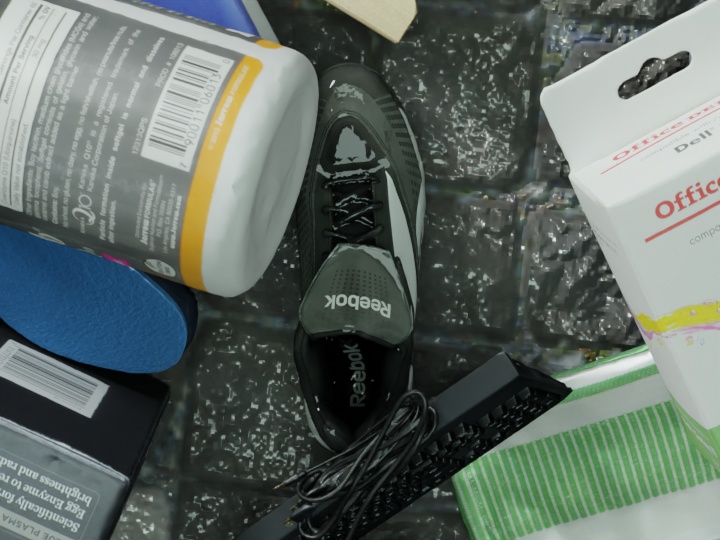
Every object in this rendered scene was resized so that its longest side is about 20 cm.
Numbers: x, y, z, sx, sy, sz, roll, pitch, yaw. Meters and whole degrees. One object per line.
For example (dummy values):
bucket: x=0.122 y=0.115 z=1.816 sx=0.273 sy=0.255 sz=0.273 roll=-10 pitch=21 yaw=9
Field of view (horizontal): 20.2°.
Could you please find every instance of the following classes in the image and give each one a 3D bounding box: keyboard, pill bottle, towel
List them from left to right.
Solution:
pill bottle: x=-0.128 y=-0.071 z=0.918 sx=0.198 sy=0.116 sz=0.117 roll=18 pitch=98 yaw=10
keyboard: x=0.010 y=0.113 z=0.979 sx=0.200 sy=0.104 sz=0.040 roll=-38 pitch=60 yaw=19
towel: x=0.134 y=0.145 z=1.024 sx=0.152 sy=0.023 sz=0.201 roll=-20 pitch=97 yaw=17

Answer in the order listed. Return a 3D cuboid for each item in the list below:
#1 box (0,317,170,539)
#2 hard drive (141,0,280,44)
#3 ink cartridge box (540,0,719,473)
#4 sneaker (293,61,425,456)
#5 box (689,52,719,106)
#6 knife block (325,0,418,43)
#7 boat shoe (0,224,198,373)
box: x=-0.187 y=0.138 z=0.957 sx=0.117 sy=0.197 sz=0.201 roll=25 pitch=98 yaw=-3
hard drive: x=-0.130 y=-0.150 z=0.959 sx=0.131 sy=0.025 sz=0.201 roll=-18 pitch=111 yaw=27
ink cartridge box: x=0.175 y=-0.014 z=0.926 sx=0.117 sy=0.067 sz=0.201 roll=-28 pitch=109 yaw=0
sneaker: x=0.000 y=0.000 z=0.988 sx=0.066 sy=0.091 sz=0.202 roll=0 pitch=98 yaw=0
box: x=0.260 y=-0.035 z=0.985 sx=0.198 sy=0.041 sz=0.157 roll=-3 pitch=113 yaw=3
knife block: x=-0.074 y=-0.192 z=0.977 sx=0.174 sy=0.064 sz=0.202 roll=-13 pitch=98 yaw=4
boat shoe: x=-0.165 y=-0.021 z=0.994 sx=0.199 sy=0.069 sz=0.084 roll=30 pitch=118 yaw=1
